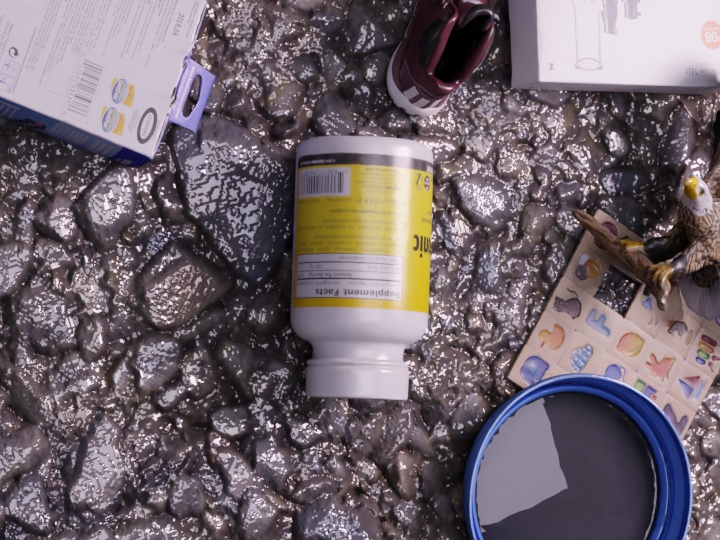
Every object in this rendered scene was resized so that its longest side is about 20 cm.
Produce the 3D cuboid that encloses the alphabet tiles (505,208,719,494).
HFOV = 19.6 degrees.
[{"bbox_3d":[0.220,0.077,1.766,0.166,0.008,0.201,33,78,-14],"label":"alphabet tiles"}]

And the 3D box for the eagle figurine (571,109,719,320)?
[{"bbox_3d":[0.297,-0.060,1.705,0.200,0.151,0.152,-43,92,1],"label":"eagle figurine"}]

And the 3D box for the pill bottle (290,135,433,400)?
[{"bbox_3d":[0.000,0.000,1.642,0.110,0.111,0.202,4,86,-18],"label":"pill bottle"}]

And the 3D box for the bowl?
[{"bbox_3d":[0.176,0.186,1.722,0.198,0.039,0.203,0,90,-16],"label":"bowl"}]

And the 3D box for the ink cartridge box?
[{"bbox_3d":[-0.206,-0.166,1.602,0.198,0.076,0.138,21,81,-15],"label":"ink cartridge box"}]

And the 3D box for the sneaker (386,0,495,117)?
[{"bbox_3d":[0.089,-0.223,1.682,0.075,0.115,0.202,18,82,-16],"label":"sneaker"}]

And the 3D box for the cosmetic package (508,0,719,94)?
[{"bbox_3d":[0.220,-0.227,1.750,0.198,0.052,0.153,-1,89,-26],"label":"cosmetic package"}]
